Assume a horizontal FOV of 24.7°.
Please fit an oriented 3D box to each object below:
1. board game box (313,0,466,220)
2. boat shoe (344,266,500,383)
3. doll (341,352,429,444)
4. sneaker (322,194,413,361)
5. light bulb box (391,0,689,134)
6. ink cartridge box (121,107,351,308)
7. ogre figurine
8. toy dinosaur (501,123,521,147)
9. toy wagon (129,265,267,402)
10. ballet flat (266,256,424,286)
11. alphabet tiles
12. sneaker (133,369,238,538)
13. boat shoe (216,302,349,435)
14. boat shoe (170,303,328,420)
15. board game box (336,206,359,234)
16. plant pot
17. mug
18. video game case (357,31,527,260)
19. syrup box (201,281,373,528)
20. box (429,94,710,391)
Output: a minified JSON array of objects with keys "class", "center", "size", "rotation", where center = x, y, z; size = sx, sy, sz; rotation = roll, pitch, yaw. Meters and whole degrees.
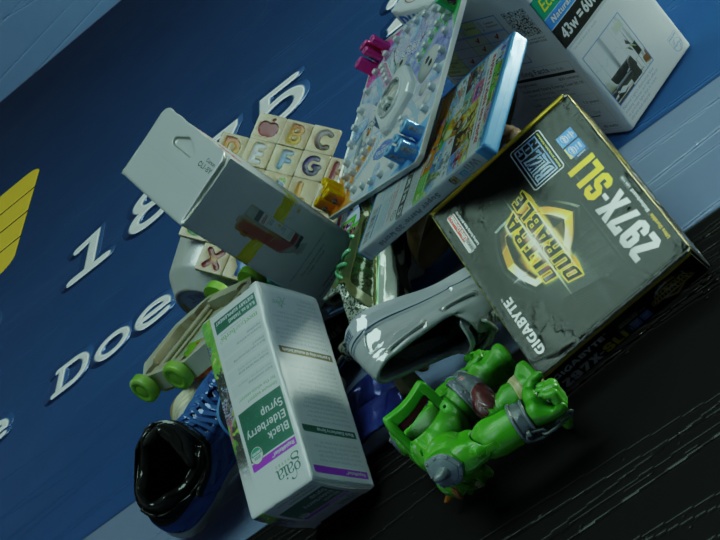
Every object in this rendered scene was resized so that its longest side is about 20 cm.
[{"class":"board game box","center":[0.027,-0.165,1.556],"size":[0.200,0.026,0.200],"rotation":[-29,41,61]},{"class":"boat shoe","center":[0.087,0.045,1.427],"size":[0.200,0.074,0.065],"rotation":[-25,49,-12]},{"class":"doll","center":[-0.021,0.140,1.495],"size":[0.200,0.048,0.137],"rotation":[-40,30,25]},{"class":"sneaker","center":[0.000,0.000,1.565],"size":[0.089,0.077,0.200],"rotation":[-17,58,16]},{"class":"light bulb box","center":[0.176,-0.239,1.623],"size":[0.198,0.200,0.125],"rotation":[-2,47,56]},{"class":"ink cartridge box","center":[-0.117,-0.060,1.618],"size":[0.083,0.200,0.145],"rotation":[-55,40,2]},{"class":"ogre figurine","center":[0.087,0.116,1.306],"size":[0.120,0.098,0.200],"rotation":[-36,32,-7]},{"class":"toy dinosaur","center":[0.164,-0.082,1.521],"size":[0.086,0.135,0.200],"rotation":[-67,-13,16]},{"class":"toy wagon","center":[-0.151,0.062,1.675],"size":[0.200,0.040,0.155],"rotation":[-22,26,51]},{"class":"ballet flat","center":[-0.016,0.002,1.685],"size":[0.200,0.072,0.072],"rotation":[-7,42,41]},{"class":"alphabet tiles","center":[-0.100,-0.077,1.787],"size":[0.166,0.006,0.200],"rotation":[15,69,19]},{"class":"sneaker","center":[-0.149,0.151,1.556],"size":[0.077,0.111,0.200],"rotation":[24,77,20]},{"class":"boat shoe","center":[-0.062,0.083,1.569],"size":[0.069,0.084,0.200],"rotation":[-34,12,51]},{"class":"boat shoe","center":[-0.099,0.109,1.656],"size":[0.200,0.074,0.069],"rotation":[-42,38,1]},{"class":"board game box","center":[0.029,-0.078,1.766],"size":[0.200,0.037,0.151],"rotation":[-40,22,30]},{"class":"plant pot","center":[0.093,-0.096,1.577],"size":[0.200,0.027,0.200],"rotation":[-57,-14,-23]},{"class":"mug","center":[-0.140,-0.009,1.862],"size":[0.149,0.187,0.153],"rotation":[15,62,12]},{"class":"video game case","center":[0.071,-0.108,1.450],"size":[0.200,0.018,0.143],"rotation":[-41,24,48]},{"class":"syrup box","center":[-0.066,0.119,1.443],"size":[0.079,0.081,0.200],"rotation":[-38,54,31]},{"class":"box","center":[0.168,-0.025,1.352],"size":[0.160,0.049,0.200],"rotation":[-41,52,13]}]
